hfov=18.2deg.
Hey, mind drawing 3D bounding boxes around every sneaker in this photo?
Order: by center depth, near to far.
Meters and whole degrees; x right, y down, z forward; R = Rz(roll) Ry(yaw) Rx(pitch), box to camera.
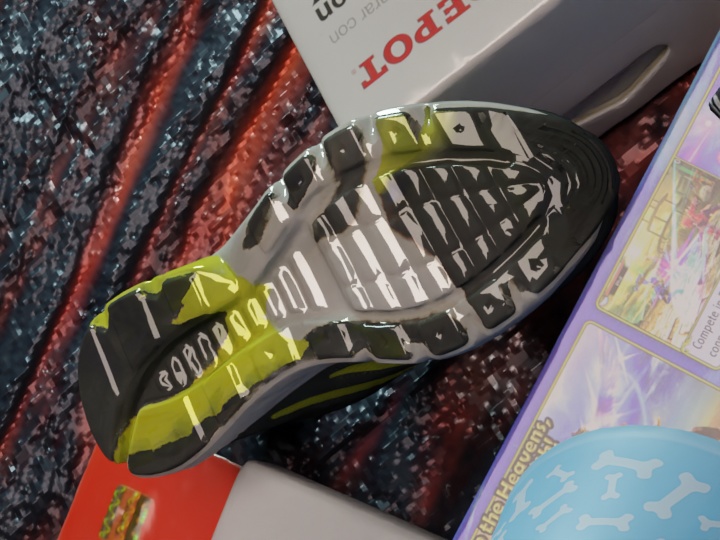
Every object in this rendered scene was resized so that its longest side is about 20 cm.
[{"bbox_3d":[0.000,0.000,0.701,0.199,0.084,0.075,-25,84,32],"label":"sneaker"}]

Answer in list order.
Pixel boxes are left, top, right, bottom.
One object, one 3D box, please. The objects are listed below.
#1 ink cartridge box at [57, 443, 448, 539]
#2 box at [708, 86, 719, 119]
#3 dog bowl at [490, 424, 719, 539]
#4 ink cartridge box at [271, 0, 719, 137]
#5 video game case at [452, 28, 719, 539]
[{"bbox_3d":[-0.062,0.158,0.728,0.173,0.044,0.201,19,85,30],"label":"ink cartridge box"},{"bbox_3d":[0.212,-0.042,0.527,0.200,0.107,0.149,-41,71,17],"label":"box"},{"bbox_3d":[0.072,0.140,0.593,0.111,0.050,0.201,16,119,26],"label":"dog bowl"},{"bbox_3d":[0.031,-0.142,0.741,0.146,0.083,0.201,-37,61,16],"label":"ink cartridge box"},{"bbox_3d":[0.144,0.048,0.629,0.180,0.045,0.201,28,89,18],"label":"video game case"}]
